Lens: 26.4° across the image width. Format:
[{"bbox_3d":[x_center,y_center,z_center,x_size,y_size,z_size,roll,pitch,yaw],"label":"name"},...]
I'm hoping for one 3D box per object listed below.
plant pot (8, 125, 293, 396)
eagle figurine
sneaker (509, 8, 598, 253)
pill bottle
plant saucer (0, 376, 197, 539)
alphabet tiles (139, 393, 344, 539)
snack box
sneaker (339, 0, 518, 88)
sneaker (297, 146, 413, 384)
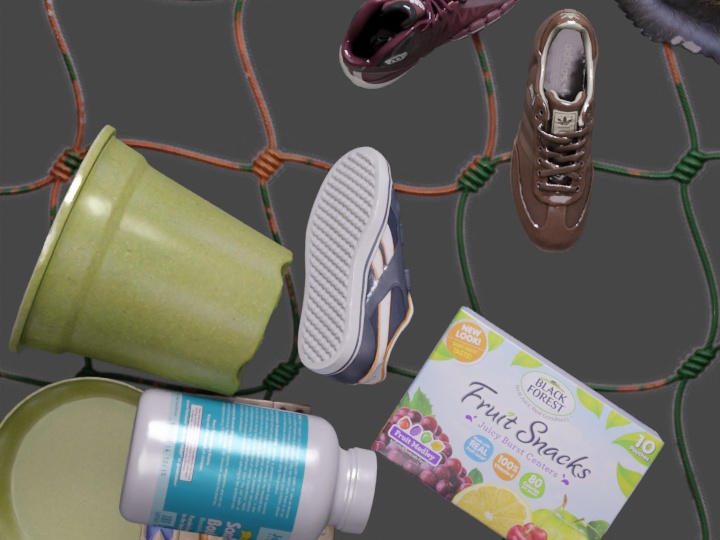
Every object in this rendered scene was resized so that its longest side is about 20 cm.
[{"bbox_3d":[-0.162,0.010,1.256,0.184,0.200,0.201,24,95,-6],"label":"plant pot"},{"bbox_3d":[0.317,-0.225,1.226,0.151,0.151,0.200,-18,53,-31],"label":"eagle figurine"},{"bbox_3d":[0.158,-0.114,1.257,0.070,0.076,0.201,2,92,7],"label":"sneaker"},{"bbox_3d":[-0.091,0.165,1.254,0.199,0.111,0.111,11,93,-8],"label":"pill bottle"},{"bbox_3d":[-0.231,0.191,1.338,0.199,0.031,0.201,0,91,6],"label":"plant saucer"},{"bbox_3d":[-0.103,0.209,1.314,0.166,0.006,0.201,7,92,-8],"label":"alphabet tiles"},{"bbox_3d":[0.131,0.143,1.282,0.200,0.053,0.142,33,94,4],"label":"snack box"},{"bbox_3d":[0.065,-0.219,1.244,0.200,0.116,0.076,-40,87,7],"label":"sneaker"},{"bbox_3d":[0.000,0.000,1.286,0.078,0.079,0.201,-6,66,40],"label":"sneaker"}]
